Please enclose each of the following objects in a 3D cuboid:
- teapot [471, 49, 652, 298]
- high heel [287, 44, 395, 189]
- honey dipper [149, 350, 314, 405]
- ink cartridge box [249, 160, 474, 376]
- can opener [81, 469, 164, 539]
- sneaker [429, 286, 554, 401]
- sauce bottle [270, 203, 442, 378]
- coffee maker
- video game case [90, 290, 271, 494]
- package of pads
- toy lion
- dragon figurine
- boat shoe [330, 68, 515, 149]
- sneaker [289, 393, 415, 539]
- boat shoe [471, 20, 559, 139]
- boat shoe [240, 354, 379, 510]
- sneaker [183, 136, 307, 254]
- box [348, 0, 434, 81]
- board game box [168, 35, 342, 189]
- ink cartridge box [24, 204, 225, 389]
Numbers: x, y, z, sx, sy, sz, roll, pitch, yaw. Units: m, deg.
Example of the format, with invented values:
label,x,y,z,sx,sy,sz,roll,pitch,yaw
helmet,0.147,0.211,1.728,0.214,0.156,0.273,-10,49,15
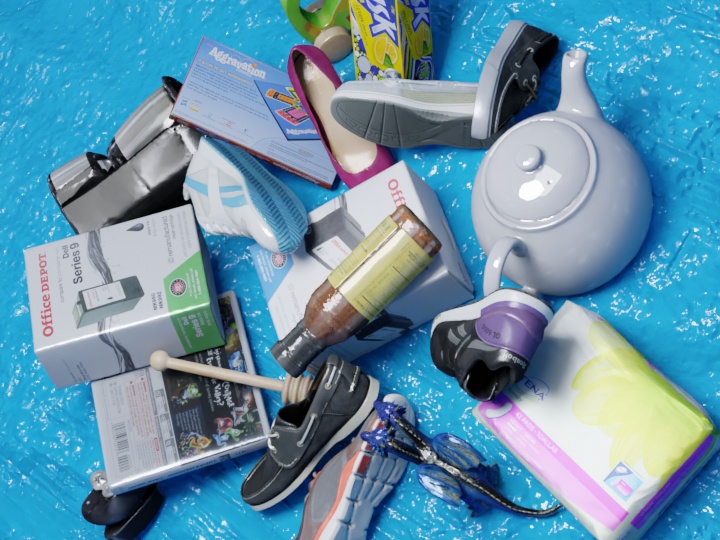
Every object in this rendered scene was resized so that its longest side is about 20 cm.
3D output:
label,x,y,z,sx,sy,sz,roll,pitch,yaw
teapot,0.185,-0.076,1.303,0.196,0.146,0.201,-30,59,14
high heel,-0.024,-0.154,1.452,0.067,0.096,0.201,-33,79,12
honey dipper,-0.130,0.113,1.414,0.198,0.038,0.038,12,74,9
ink cartridge box,0.000,0.000,1.404,0.199,0.084,0.146,-28,62,14
can opener,-0.232,0.202,1.457,0.063,0.079,0.201,24,72,33
sneaker,0.106,0.084,1.258,0.075,0.200,0.088,26,67,-9
sauce bottle,-0.008,0.023,1.314,0.200,0.066,0.066,-43,56,7
coffee maker,-0.244,-0.097,1.550,0.200,0.135,0.193,-39,57,9
video game case,-0.203,0.130,1.452,0.180,0.023,0.201,-17,54,-2
package of pads,0.221,0.141,1.236,0.155,0.068,0.200,-49,56,2
toy lion,-0.011,-0.351,1.499,0.199,0.192,0.069,-34,57,12
dragon figurine,0.090,0.192,1.264,0.199,0.099,0.059,29,84,29
boat shoe,0.067,-0.178,1.425,0.199,0.075,0.065,3,56,-1
sneaker,-0.018,0.209,1.335,0.081,0.077,0.201,19,76,42
boat shoe,0.161,-0.201,1.376,0.056,0.069,0.201,13,42,13
boat shoe,-0.066,0.166,1.358,0.200,0.067,0.072,-48,23,23
sneaker,-0.124,-0.065,1.417,0.200,0.076,0.081,46,115,45
box,0.032,-0.280,1.445,0.070,0.202,0.064,16,38,33
board game box,-0.107,-0.179,1.502,0.198,0.019,0.104,24,74,-8
ink cartridge box,-0.263,0.029,1.466,0.198,0.084,0.147,-16,55,-1
